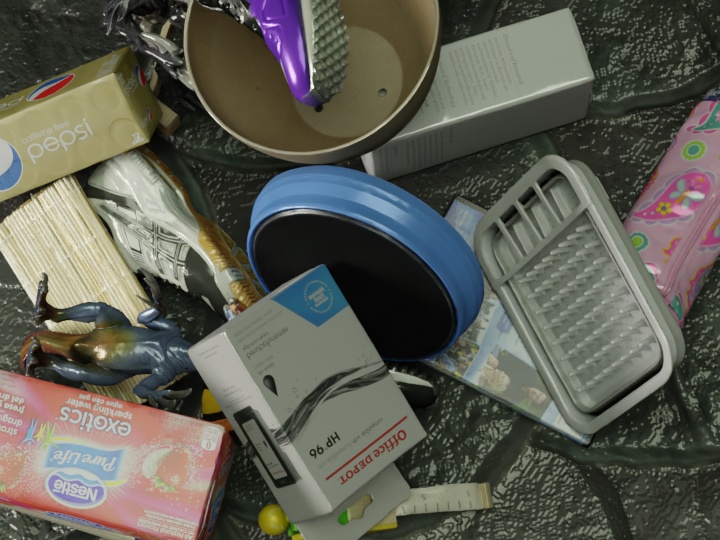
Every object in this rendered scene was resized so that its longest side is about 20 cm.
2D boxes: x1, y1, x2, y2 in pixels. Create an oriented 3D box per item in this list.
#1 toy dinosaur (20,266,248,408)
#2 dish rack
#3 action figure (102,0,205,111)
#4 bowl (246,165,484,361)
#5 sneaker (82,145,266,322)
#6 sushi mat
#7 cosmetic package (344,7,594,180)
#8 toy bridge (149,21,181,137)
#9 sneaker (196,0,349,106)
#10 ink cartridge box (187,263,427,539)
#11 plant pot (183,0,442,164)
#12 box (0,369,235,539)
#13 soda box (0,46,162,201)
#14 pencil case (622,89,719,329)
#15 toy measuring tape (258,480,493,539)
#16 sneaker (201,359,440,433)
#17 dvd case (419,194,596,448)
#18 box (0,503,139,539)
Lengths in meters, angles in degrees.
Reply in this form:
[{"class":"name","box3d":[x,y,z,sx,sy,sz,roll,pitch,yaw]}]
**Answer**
[{"class":"toy dinosaur","box3d":[-0.175,0.051,1.490,0.180,0.200,0.106,9,89,-15]},{"class":"dish rack","box3d":[0.180,0.017,1.471,0.043,0.172,0.201,-19,75,-31]},{"class":"action figure","box3d":[-0.142,-0.209,1.491,0.101,0.200,0.120,23,78,12]},{"class":"bowl","box3d":[0.000,0.000,1.457,0.199,0.201,0.040,23,57,7]},{"class":"sneaker","box3d":[-0.160,-0.013,1.554,0.088,0.076,0.200,-43,76,9]},{"class":"sushi mat","box3d":[-0.228,0.024,1.540,0.095,0.012,0.201,-34,85,22]},{"class":"cosmetic package","box3d":[0.091,-0.147,1.550,0.198,0.102,0.075,-18,76,-3]},{"class":"toy bridge","box3d":[-0.131,-0.215,1.610,0.067,0.027,0.201,36,81,10]},{"class":"sneaker","box3d":[-0.074,-0.205,1.363,0.099,0.070,0.202,-18,70,16]},{"class":"ink cartridge box","box3d":[-0.030,0.113,1.424,0.116,0.068,0.201,-34,95,-35]},{"class":"plant pot","box3d":[-0.024,-0.169,1.443,0.198,0.134,0.202,-3,77,13]},{"class":"box","box3d":[-0.204,0.148,1.416,0.198,0.100,0.096,14,77,4]},{"class":"soda box","box3d":[-0.269,-0.113,1.535,0.198,0.064,0.068,-20,113,16]},{"class":"pencil case","box3d":[0.274,-0.048,1.519,0.087,0.088,0.201,31,75,8]},{"class":"toy measuring tape","box3d":[0.008,0.197,1.509,0.198,0.074,0.074,-3,76,-22]},{"class":"sneaker","box3d":[-0.034,0.115,1.521,0.198,0.070,0.091,5,92,3]},{"class":"dvd case","box3d":[0.135,0.041,1.549,0.199,0.018,0.143,27,79,8]},{"class":"box","box3d":[-0.259,0.156,1.507,0.198,0.078,0.096,17,79,6]}]
